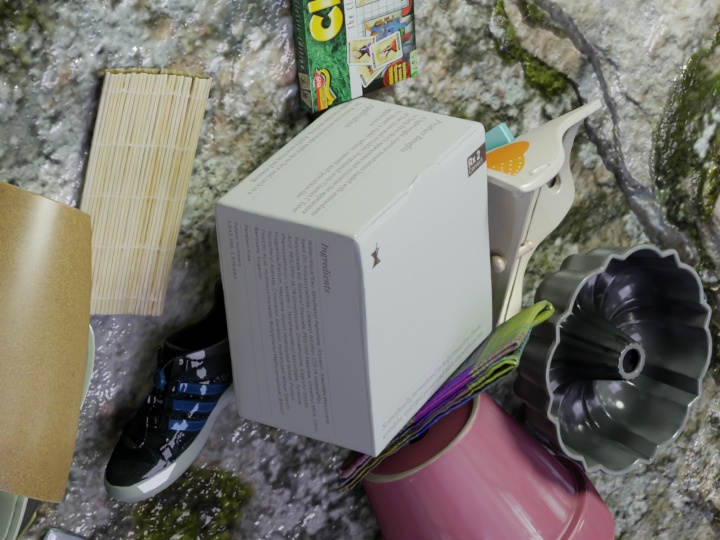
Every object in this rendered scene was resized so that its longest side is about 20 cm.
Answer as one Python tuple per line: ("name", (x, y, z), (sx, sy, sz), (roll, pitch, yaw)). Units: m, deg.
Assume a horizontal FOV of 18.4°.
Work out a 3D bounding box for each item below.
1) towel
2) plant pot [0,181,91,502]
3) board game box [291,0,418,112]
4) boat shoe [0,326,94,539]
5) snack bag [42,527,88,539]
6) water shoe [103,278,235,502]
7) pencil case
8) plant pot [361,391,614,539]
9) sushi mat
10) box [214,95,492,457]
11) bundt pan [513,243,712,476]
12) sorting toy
("towel", (0.068, 0.099, 1.802), (0.200, 0.144, 0.023), (-38, 93, 21))
("plant pot", (-0.268, 0.040, 1.580), (0.186, 0.186, 0.202), (21, 86, -42))
("board game box", (-0.007, -0.228, 1.718), (0.104, 0.023, 0.201), (-21, 125, -24))
("boat shoe", (-0.257, 0.124, 1.698), (0.071, 0.061, 0.202), (25, 89, 2))
("snack bag", (-0.231, 0.313, 1.843), (0.199, 0.021, 0.189), (31, 94, -43))
("water shoe", (-0.145, 0.090, 1.759), (0.200, 0.071, 0.079), (-50, 131, -17))
("pencil case", (0.230, 0.085, 2.026), (0.083, 0.091, 0.201), (31, 93, -8))
("plant pot", (0.093, 0.200, 1.924), (0.200, 0.200, 0.180), (-41, 116, -12))
("sushi mat", (-0.171, -0.058, 1.693), (0.095, 0.012, 0.202), (-2, 115, -36))
("box", (0.000, 0.000, 1.726), (0.199, 0.130, 0.201), (-43, 137, -46))
("bundt pan", (0.208, 0.069, 1.908), (0.201, 0.076, 0.204), (-12, 109, -36))
("sorting toy", (0.136, -0.064, 1.867), (0.180, 0.107, 0.201), (-36, 152, -35))
